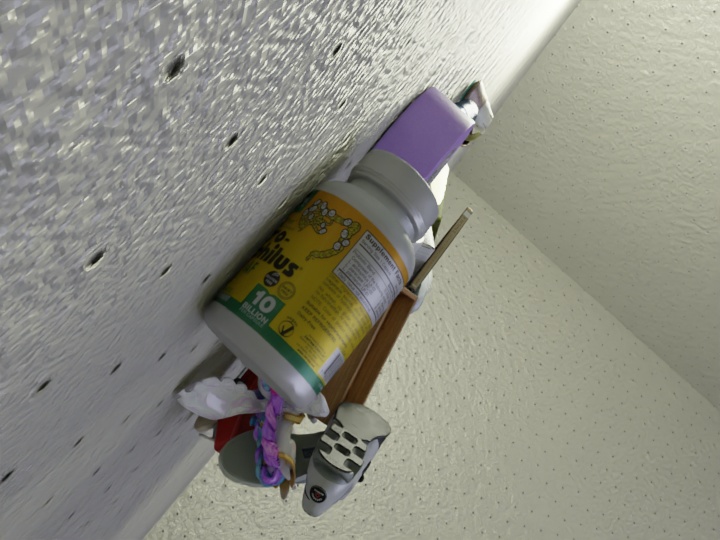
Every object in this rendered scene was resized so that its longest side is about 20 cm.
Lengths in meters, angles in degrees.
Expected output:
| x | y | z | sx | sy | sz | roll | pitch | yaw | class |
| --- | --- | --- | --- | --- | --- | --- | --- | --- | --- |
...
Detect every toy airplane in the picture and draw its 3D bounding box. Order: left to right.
| x | y | z | sx | sy | sz | roll | pitch | yaw | class |
| --- | --- | --- | --- | --- | --- | --- | --- | --- | --- |
| -0.137 | 0.187 | 0.925 | 0.198 | 0.143 | 0.199 | -35 | -168 | -23 | toy airplane |

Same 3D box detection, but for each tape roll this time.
| x | y | z | sx | sy | sz | roll | pitch | yaw | class |
| --- | --- | --- | --- | --- | --- | --- | --- | --- | --- |
| 0.047 | -0.113 | 0.762 | 0.201 | 0.065 | 0.200 | -51 | 177 | -3 | tape roll |

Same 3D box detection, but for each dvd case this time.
| x | y | z | sx | sy | sz | roll | pitch | yaw | class |
| --- | --- | --- | --- | --- | --- | --- | --- | --- | --- |
| 0.106 | -0.002 | 1.064 | 0.201 | 0.016 | 0.149 | -51 | 176 | -35 | dvd case |

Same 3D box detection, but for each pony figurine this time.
| x | y | z | sx | sy | sz | roll | pitch | yaw | class |
| --- | --- | --- | --- | --- | --- | --- | --- | --- | --- |
| -0.095 | 0.134 | 0.745 | 0.195 | 0.162 | 0.203 | 67 | 25 | -48 | pony figurine |

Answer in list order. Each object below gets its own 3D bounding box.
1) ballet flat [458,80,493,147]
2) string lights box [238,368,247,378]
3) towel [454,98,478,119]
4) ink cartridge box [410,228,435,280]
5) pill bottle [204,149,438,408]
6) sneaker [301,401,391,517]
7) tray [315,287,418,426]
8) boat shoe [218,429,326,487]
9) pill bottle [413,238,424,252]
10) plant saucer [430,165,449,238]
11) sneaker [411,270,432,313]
| x | y | z | sx | sy | sz | roll | pitch | yaw | class |
| --- | --- | --- | --- | --- | --- | --- | --- | --- | --- |
| 0.201 | -0.275 | 1.161 | 0.068 | 0.067 | 0.200 | -50 | 177 | -7 | ballet flat |
| -0.191 | 0.242 | 1.269 | 0.059 | 0.102 | 0.200 | -48 | 177 | -7 | string lights box |
| 0.117 | -0.199 | 0.962 | 0.112 | 0.048 | 0.200 | -51 | 177 | 28 | towel |
| 0.047 | -0.041 | 1.084 | 0.201 | 0.046 | 0.200 | -55 | -153 | 38 | ink cartridge box |
| -0.025 | 0.000 | 0.535 | 0.201 | 0.112 | 0.113 | -49 | 178 | -16 | pill bottle |
| -0.024 | 0.225 | 0.784 | 0.090 | 0.073 | 0.199 | -63 | 166 | 15 | sneaker |
| 0.007 | 0.110 | 0.874 | 0.203 | 0.037 | 0.098 | -62 | 158 | -2 | tray |
| -0.090 | 0.245 | 0.825 | 0.197 | 0.071 | 0.072 | 4 | 142 | -32 | boat shoe |
| 0.000 | 0.000 | 0.952 | 0.201 | 0.119 | 0.120 | -52 | 177 | 26 | pill bottle |
| 0.120 | -0.100 | 1.207 | 0.202 | 0.047 | 0.203 | 102 | 1 | -50 | plant saucer |
| 0.114 | 0.020 | 1.274 | 0.072 | 0.071 | 0.202 | -24 | -149 | 27 | sneaker |
